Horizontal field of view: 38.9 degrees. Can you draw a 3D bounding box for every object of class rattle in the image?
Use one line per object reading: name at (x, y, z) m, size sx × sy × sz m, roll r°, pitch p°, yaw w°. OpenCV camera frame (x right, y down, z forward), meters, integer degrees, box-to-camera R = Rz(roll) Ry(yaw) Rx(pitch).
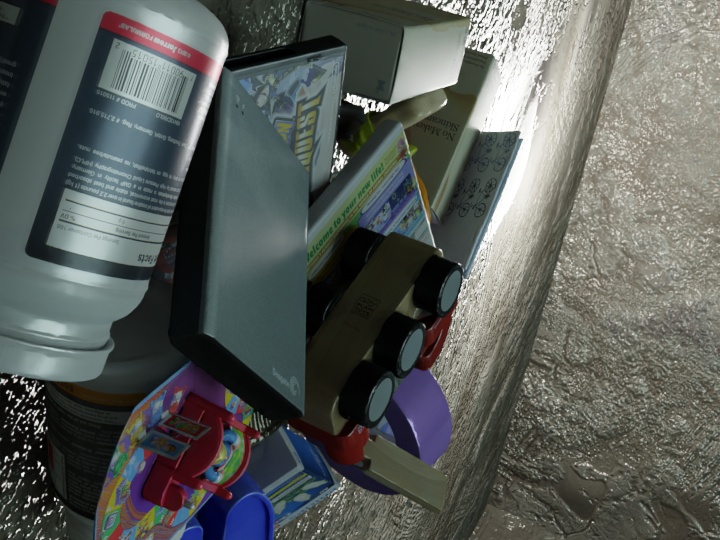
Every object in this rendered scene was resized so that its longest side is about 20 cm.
rattle at (0.063, -0.134, 1.110) m, size 0.130 × 0.143 × 0.200 m, roll -43°, pitch -179°, yaw 15°

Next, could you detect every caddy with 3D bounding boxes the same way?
caddy at (-0.161, 0.246, 0.944) m, size 0.141 × 0.105 × 0.202 m, roll -24°, pitch 134°, yaw -36°

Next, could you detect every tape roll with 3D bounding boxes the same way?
tape roll at (0.006, 0.158, 1.173) m, size 0.066 × 0.199 × 0.201 m, roll -39°, pitch 147°, yaw -37°

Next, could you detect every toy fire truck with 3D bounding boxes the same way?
toy fire truck at (0.027, 0.096, 0.854) m, size 0.177 × 0.128 × 0.201 m, roll -54°, pitch 153°, yaw -31°

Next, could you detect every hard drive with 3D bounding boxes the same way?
hard drive at (-0.077, -0.016, 0.693) m, size 0.140 × 0.033 × 0.202 m, roll 51°, pitch 33°, yaw -54°

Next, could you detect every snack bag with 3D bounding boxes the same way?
snack bag at (0.098, -0.089, 1.263) m, size 0.021 × 0.199 × 0.190 m, roll 29°, pitch 79°, yaw -36°

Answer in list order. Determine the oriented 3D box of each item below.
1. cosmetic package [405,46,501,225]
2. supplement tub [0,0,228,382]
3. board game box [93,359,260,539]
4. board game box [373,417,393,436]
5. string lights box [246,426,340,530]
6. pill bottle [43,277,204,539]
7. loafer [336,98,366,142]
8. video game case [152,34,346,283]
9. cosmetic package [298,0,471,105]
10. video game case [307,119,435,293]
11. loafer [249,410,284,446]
cosmetic package at (0.084, -0.168, 1.221) m, size 0.202 × 0.104 × 0.071 m, roll -68°, pitch 161°, yaw -9°
supplement tub at (-0.162, -0.059, 0.531) m, size 0.202 × 0.139 × 0.140 m, roll -70°, pitch 163°, yaw 3°
board game box at (-0.104, 0.129, 0.696) m, size 0.200 × 0.039 × 0.159 m, roll -43°, pitch 149°, yaw -54°
board game box at (0.037, 0.132, 1.322) m, size 0.201 × 0.041 × 0.201 m, roll 111°, pitch -13°, yaw -48°
string lights box at (-0.097, 0.230, 1.119) m, size 0.102 × 0.059 × 0.200 m, roll -34°, pitch 159°, yaw 0°
pill bottle at (-0.170, 0.114, 0.743) m, size 0.116 × 0.115 × 0.202 m, roll -47°, pitch 153°, yaw -50°
loafer at (-0.066, -0.123, 0.884) m, size 0.199 × 0.073 × 0.072 m, roll -12°, pitch 125°, yaw -59°
video game case at (-0.096, -0.070, 0.790) m, size 0.180 × 0.025 × 0.202 m, roll -21°, pitch 135°, yaw -35°
cosmetic package at (0.026, -0.218, 0.988) m, size 0.200 × 0.103 × 0.074 m, roll -35°, pitch 141°, yaw -64°
video game case at (0.000, 0.000, 0.893) m, size 0.200 × 0.022 × 0.183 m, roll -52°, pitch 140°, yaw -33°
loafer at (-0.084, 0.085, 0.878) m, size 0.200 × 0.068 × 0.076 m, roll -34°, pitch 125°, yaw -45°
